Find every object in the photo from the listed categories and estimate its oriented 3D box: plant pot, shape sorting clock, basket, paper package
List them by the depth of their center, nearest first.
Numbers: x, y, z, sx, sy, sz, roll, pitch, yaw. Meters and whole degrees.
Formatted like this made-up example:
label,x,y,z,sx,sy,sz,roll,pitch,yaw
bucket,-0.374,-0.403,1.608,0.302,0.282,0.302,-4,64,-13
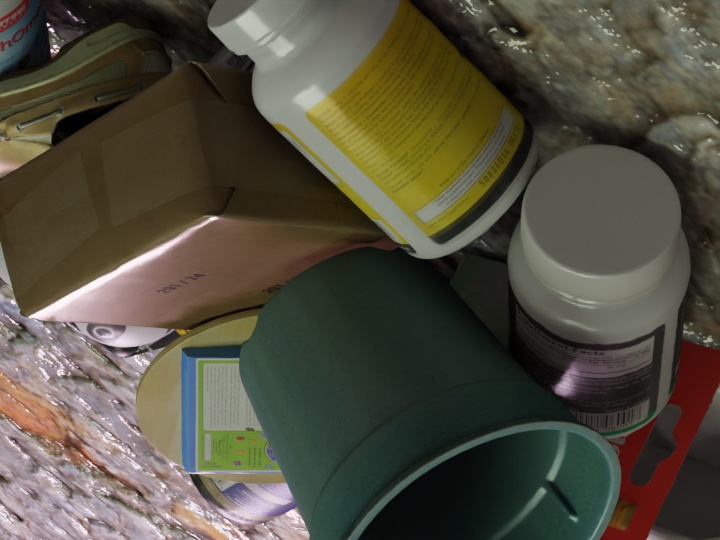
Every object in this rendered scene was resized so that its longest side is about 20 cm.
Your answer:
label,x,y,z,sx,sy,sz,roll,pitch,yaw
plant pot,0.029,0.101,1.484,0.196,0.200,0.200,57,174,39
paper package,-0.099,-0.041,1.525,0.191,0.104,0.200,5,156,-45
basket,0.206,0.145,1.630,0.200,0.136,0.123,18,155,29
shape sorting clock,-0.057,0.087,1.657,0.200,0.039,0.200,-1,140,-1

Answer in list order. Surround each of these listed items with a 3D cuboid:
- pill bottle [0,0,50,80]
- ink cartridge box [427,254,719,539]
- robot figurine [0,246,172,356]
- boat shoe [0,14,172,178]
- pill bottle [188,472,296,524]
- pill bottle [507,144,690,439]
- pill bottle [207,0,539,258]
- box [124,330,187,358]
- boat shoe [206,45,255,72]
label,x,y,z,sx,sy,sz,roll,pitch,yaw
pill bottle,-0.269,-0.189,1.605,0.109,0.109,0.200,28,155,10
ink cartridge box,0.124,0.087,1.583,0.200,0.161,0.050,15,157,34
robot figurine,-0.200,-0.024,1.710,0.200,0.125,0.150,31,179,35
boat shoe,-0.216,-0.096,1.616,0.072,0.200,0.076,28,-145,-63
pill bottle,-0.037,0.110,1.794,0.112,0.112,0.200,41,135,-17
pill bottle,0.148,0.015,1.483,0.113,0.113,0.200,25,153,17
pill bottle,0.006,-0.108,1.430,0.200,0.112,0.112,44,153,-21
box,-0.163,-0.009,1.840,0.137,0.040,0.200,58,149,-9
boat shoe,-0.096,-0.102,1.615,0.066,0.072,0.200,40,147,-9
